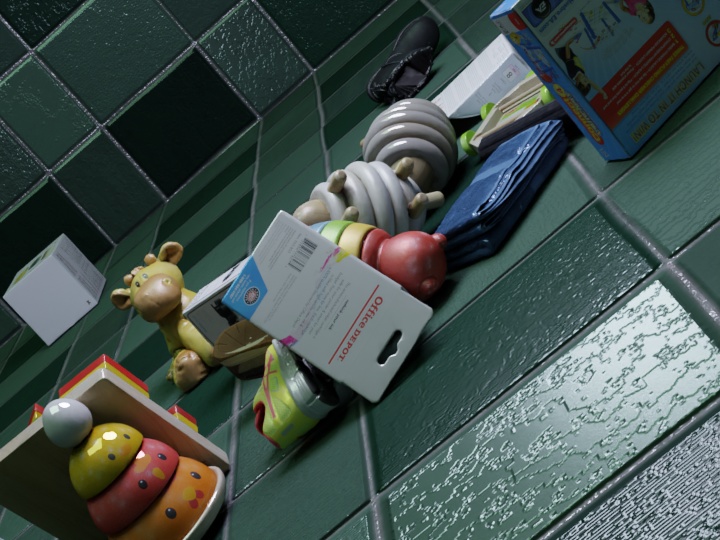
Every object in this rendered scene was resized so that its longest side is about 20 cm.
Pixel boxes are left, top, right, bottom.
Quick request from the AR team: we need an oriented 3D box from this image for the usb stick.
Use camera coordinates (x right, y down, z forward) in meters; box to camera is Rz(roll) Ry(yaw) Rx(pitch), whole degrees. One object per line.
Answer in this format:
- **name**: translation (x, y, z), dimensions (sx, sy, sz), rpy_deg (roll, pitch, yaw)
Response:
- **usb stick**: translation (0.214, -0.168, 1.679), dimensions (0.199, 0.055, 0.033), rpy_deg (-26, 64, 50)

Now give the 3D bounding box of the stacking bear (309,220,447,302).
- **stacking bear**: translation (0.000, 0.000, 1.579), dimensions (0.198, 0.114, 0.122), rpy_deg (-3, 50, 26)

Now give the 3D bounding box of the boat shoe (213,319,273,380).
- **boat shoe**: translation (-0.072, 0.076, 1.683), dimensions (0.198, 0.065, 0.074), rpy_deg (-15, 43, 22)

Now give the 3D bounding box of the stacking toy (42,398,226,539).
- **stacking toy**: translation (-0.249, 0.208, 1.486), dimensions (0.146, 0.200, 0.146), rpy_deg (-41, 18, 16)

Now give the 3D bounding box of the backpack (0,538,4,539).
- **backpack**: translation (-0.571, 0.378, 1.922), dimensions (0.199, 0.177, 0.152), rpy_deg (-18, 49, 48)

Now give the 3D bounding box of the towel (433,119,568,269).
- **towel**: translation (0.149, -0.087, 1.611), dimensions (0.111, 0.049, 0.200), rpy_deg (-26, 22, 51)

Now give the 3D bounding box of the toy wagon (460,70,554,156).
- **toy wagon**: translation (0.214, -0.218, 1.848), dimensions (0.155, 0.040, 0.200), rpy_deg (-28, 19, 44)

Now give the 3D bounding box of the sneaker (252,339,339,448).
- **sneaker**: translation (-0.082, 0.130, 1.541), dimensions (0.090, 0.078, 0.200), rpy_deg (-50, 10, 4)

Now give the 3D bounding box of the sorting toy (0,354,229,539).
- **sorting toy**: translation (-0.283, 0.200, 1.586), dimensions (0.198, 0.200, 0.070), rpy_deg (-38, 38, 14)

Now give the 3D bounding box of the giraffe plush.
- **giraffe plush**: translation (-0.256, 0.053, 2.049), dimensions (0.173, 0.162, 0.200), rpy_deg (-47, 15, -18)

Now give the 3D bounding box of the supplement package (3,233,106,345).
- **supplement package**: translation (-0.684, 0.040, 3.268), dimensions (0.152, 0.151, 0.200), rpy_deg (-40, 14, 6)

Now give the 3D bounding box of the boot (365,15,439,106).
- **boot**: translation (0.091, -0.372, 2.567), dimensions (0.199, 0.073, 0.162), rpy_deg (-51, 13, -7)

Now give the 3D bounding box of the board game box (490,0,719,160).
- **board game box**: translation (0.265, -0.251, 1.482), dimensions (0.200, 0.196, 0.056), rpy_deg (-45, 14, -15)

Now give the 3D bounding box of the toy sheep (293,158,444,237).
- **toy sheep**: translation (0.012, -0.067, 1.719), dimensions (0.198, 0.139, 0.138), rpy_deg (-8, 2, -22)

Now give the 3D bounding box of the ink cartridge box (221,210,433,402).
- **ink cartridge box**: translation (-0.026, 0.042, 1.486), dimensions (0.116, 0.199, 0.068), rpy_deg (-56, -19, -2)

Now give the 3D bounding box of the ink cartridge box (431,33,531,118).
- **ink cartridge box**: translation (0.155, -0.246, 2.093), dimensions (0.200, 0.057, 0.163), rpy_deg (-48, 13, 14)

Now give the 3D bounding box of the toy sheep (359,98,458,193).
- **toy sheep**: translation (0.063, -0.155, 1.883), dimensions (0.137, 0.138, 0.201), rpy_deg (-33, 34, 30)

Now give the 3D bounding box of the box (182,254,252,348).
- **box**: translation (-0.112, 0.037, 1.811), dimensions (0.199, 0.117, 0.060), rpy_deg (-34, 16, 33)
